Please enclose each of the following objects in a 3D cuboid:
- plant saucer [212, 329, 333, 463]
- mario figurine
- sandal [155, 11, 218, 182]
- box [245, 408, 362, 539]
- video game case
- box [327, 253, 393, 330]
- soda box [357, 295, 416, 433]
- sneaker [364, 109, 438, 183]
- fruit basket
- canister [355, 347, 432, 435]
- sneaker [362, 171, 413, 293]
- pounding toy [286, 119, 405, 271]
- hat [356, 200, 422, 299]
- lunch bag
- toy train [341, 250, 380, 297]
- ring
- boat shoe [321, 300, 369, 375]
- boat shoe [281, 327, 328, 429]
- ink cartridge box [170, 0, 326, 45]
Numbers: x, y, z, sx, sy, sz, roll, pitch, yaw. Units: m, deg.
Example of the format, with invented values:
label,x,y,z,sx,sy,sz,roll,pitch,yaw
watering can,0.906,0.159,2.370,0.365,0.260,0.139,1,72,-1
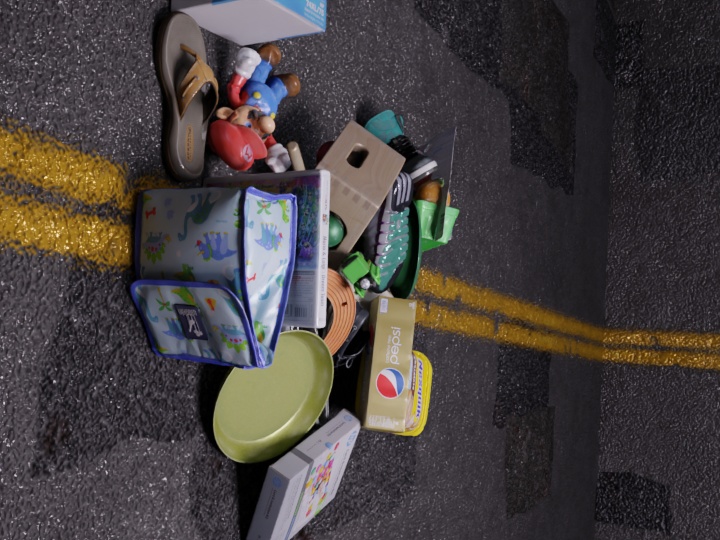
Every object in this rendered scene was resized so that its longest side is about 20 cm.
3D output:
label,x,y,z,sx,sy,sz,roll,pitch,yaw
plant saucer,-0.122,0.167,1.136,0.198,0.031,0.203,-23,128,-33
mario figurine,-0.126,-0.212,1.102,0.122,0.106,0.202,25,51,-10
sandal,-0.206,-0.211,1.021,0.081,0.054,0.204,-1,91,-60
box,-0.081,0.308,1.206,0.199,0.041,0.158,-28,141,-58
video game case,-0.122,-0.026,1.028,0.024,0.197,0.186,4,87,-54
box,-0.021,0.037,1.340,0.200,0.067,0.083,47,51,-51
soda box,0.040,0.146,1.289,0.068,0.063,0.204,139,-41,-74
sneaker,0.060,-0.207,1.397,0.083,0.200,0.122,-29,103,-14
fruit basket,0.121,-0.138,1.495,0.092,0.185,0.204,18,74,-21
canister,0.059,0.201,1.424,0.200,0.085,0.151,39,58,-69
sneaker,0.027,-0.067,1.313,0.074,0.087,0.203,-19,125,-50
pounding toy,-0.047,-0.108,1.159,0.141,0.185,0.201,33,36,-4
hat,-0.003,-0.054,1.399,0.173,0.165,0.204,4,79,-18
lunch bag,-0.172,0.007,0.971,0.127,0.167,0.204,-1,93,-59
toy train,0.000,0.000,1.194,0.057,0.042,0.200,52,4,-3
ring,-0.098,0.073,1.139,0.197,0.019,0.203,-16,131,-19
boat shoe,-0.022,0.110,1.288,0.075,0.062,0.201,-56,165,-33
boat shoe,-0.074,0.139,1.245,0.072,0.070,0.204,-19,107,-58
ink cartridge box,-0.135,-0.412,1.051,0.145,0.144,0.204,7,85,-59
